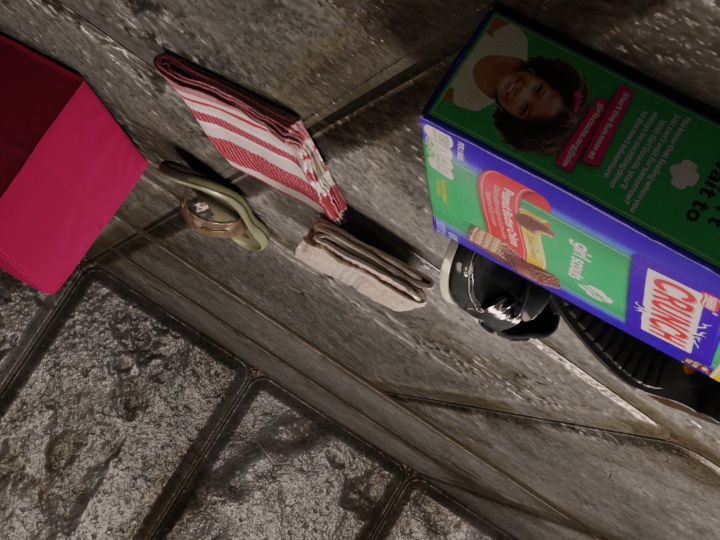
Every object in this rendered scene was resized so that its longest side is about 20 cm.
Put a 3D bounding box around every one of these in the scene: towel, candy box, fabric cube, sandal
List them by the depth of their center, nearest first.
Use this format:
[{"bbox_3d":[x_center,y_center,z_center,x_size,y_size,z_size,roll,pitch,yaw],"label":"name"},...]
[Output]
[{"bbox_3d":[0.136,-0.030,0.644,0.200,0.077,0.169,28,168,14],"label":"candy box"},{"bbox_3d":[-0.090,-0.108,1.059,0.144,0.023,0.200,29,168,20],"label":"towel"},{"bbox_3d":[0.000,0.000,1.200,0.132,0.035,0.200,29,174,-1],"label":"towel"},{"bbox_3d":[-0.391,-0.124,1.340,0.196,0.200,0.199,29,168,18],"label":"fabric cube"},{"bbox_3d":[-0.161,-0.060,1.362,0.080,0.057,0.201,25,167,31],"label":"sandal"}]

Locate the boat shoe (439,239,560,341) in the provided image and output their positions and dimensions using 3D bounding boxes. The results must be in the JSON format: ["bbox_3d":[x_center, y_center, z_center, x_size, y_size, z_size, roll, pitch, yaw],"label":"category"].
[{"bbox_3d":[0.111,0.013,0.907,0.066,0.075,0.199,25,167,22],"label":"boat shoe"}]

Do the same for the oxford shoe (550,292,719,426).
[{"bbox_3d":[0.197,0.053,0.851,0.200,0.073,0.084,37,170,-22],"label":"oxford shoe"}]
